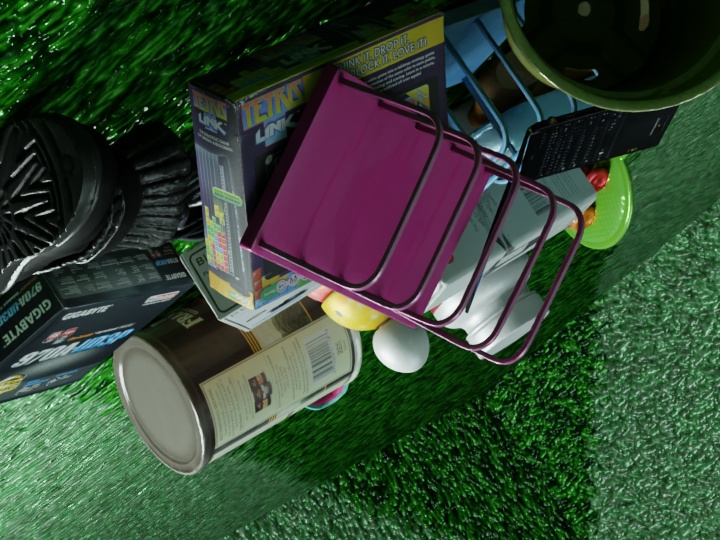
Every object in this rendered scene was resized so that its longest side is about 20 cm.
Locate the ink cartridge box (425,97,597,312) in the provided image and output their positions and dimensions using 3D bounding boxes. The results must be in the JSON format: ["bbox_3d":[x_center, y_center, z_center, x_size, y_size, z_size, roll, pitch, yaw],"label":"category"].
[{"bbox_3d":[0.100,-0.072,1.923,0.199,0.146,0.083,-29,170,-27],"label":"ink cartridge box"}]

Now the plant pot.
[{"bbox_3d":[0.183,-0.207,1.505,0.200,0.201,0.184,-33,-179,-6],"label":"plant pot"}]

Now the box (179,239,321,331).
[{"bbox_3d":[-0.070,-0.008,1.623,0.116,0.060,0.200,-31,175,-1],"label":"box"}]

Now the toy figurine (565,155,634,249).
[{"bbox_3d":[0.194,-0.096,2.237,0.183,0.150,0.201,-16,140,-32],"label":"toy figurine"}]

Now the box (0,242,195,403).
[{"bbox_3d":[-0.247,0.046,1.647,0.159,0.046,0.200,-39,169,24],"label":"box"}]

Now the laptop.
[{"bbox_3d":[0.168,-0.056,1.614,0.198,0.104,0.177,-16,170,-3],"label":"laptop"}]

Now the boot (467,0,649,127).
[{"bbox_3d":[0.189,-0.201,1.863,0.200,0.071,0.144,-29,175,-9],"label":"boot"}]

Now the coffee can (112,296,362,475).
[{"bbox_3d":[-0.119,0.089,1.968,0.199,0.147,0.146,-28,168,-32],"label":"coffee can"}]

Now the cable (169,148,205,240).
[{"bbox_3d":[-0.079,-0.076,1.558,0.199,0.051,0.163,-31,170,-24],"label":"cable"}]

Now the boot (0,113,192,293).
[{"bbox_3d":[-0.168,-0.056,1.309,0.157,0.080,0.211,-19,174,-35],"label":"boot"}]

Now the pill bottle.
[{"bbox_3d":[0.098,-0.017,2.011,0.112,0.201,0.112,-33,170,-7],"label":"pill bottle"}]

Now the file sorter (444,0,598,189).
[{"bbox_3d":[0.087,-0.133,1.663,0.199,0.123,0.139,-25,167,-43],"label":"file sorter"}]

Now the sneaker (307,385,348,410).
[{"bbox_3d":[-0.067,0.102,2.272,0.083,0.121,0.200,-32,170,-13],"label":"sneaker"}]

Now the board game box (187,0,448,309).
[{"bbox_3d":[-0.025,-0.087,1.452,0.199,0.057,0.166,-27,126,-35],"label":"board game box"}]

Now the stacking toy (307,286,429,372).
[{"bbox_3d":[0.000,0.000,1.778,0.146,0.201,0.146,-33,170,-7],"label":"stacking toy"}]

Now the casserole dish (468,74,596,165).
[{"bbox_3d":[0.177,-0.136,1.856,0.199,0.039,0.121,-23,174,-38],"label":"casserole dish"}]

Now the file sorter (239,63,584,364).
[{"bbox_3d":[0.046,-0.031,1.416,0.200,0.125,0.140,26,90,-49],"label":"file sorter"}]
